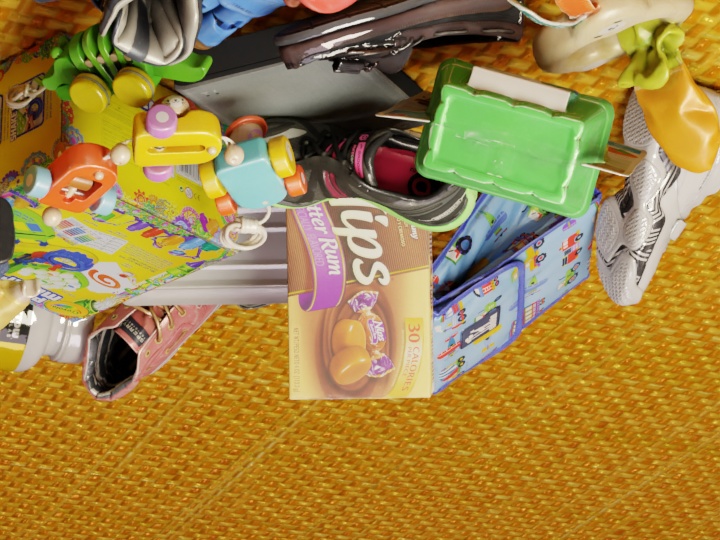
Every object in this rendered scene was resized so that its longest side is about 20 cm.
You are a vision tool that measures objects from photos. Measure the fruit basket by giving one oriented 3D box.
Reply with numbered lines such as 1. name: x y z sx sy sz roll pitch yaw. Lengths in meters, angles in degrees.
1. fruit basket: 0.117 -0.107 1.605 0.184 0.095 0.200 16 -163 10

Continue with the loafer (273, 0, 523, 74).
1. loafer: 0.035 -0.169 1.566 0.199 0.064 0.072 -21 -167 -23

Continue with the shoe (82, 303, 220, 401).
1. shoe: -0.175 0.036 1.935 0.071 0.091 0.200 41 125 3

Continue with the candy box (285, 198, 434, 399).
1. candy box: 0.000 0.000 1.746 0.115 0.202 0.056 0 -178 4

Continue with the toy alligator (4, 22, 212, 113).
1. toy alligator: -0.196 -0.151 1.585 0.198 0.060 0.054 -4 131 35

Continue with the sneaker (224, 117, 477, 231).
1. sneaker: -0.007 -0.085 1.668 0.198 0.077 0.084 8 157 3

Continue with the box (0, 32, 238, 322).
1. box: -0.234 -0.068 1.759 0.192 0.123 0.199 -22 148 33

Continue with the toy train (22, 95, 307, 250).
1. toy train: -0.140 -0.078 1.610 0.199 0.056 0.150 12 144 -33

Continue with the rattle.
1. rattle: 0.185 -0.142 1.588 0.129 0.144 0.200 -5 178 15

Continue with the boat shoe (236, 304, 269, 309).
1. boat shoe: -0.031 -0.014 1.930 0.199 0.072 0.072 -23 147 35

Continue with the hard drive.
1. hard drive: -0.042 -0.140 1.698 0.138 0.033 0.200 -13 164 18

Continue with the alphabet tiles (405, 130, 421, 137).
1. alphabet tiles: -0.023 -0.077 1.894 0.166 0.008 0.200 13 149 -29

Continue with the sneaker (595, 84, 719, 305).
1. sneaker: 0.266 -0.063 1.802 0.114 0.075 0.202 0 115 -21

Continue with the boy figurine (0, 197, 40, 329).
1. boy figurine: -0.312 0.012 1.707 0.123 0.065 0.200 6 153 -15

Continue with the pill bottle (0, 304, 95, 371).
1. pill bottle: -0.341 0.030 1.952 0.198 0.113 0.113 7 152 -21

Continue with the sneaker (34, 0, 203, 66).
1. sneaker: -0.174 -0.194 1.492 0.076 0.148 0.202 16 149 -36

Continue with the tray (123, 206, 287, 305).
1. tray: -0.111 -0.022 1.879 0.198 0.109 0.022 -1 -170 3

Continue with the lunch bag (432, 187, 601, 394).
1. lunch bag: 0.104 0.008 1.863 0.200 0.094 0.151 -44 160 -18

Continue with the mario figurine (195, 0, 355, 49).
1. mario figurine: -0.061 -0.225 1.549 0.199 0.107 0.123 -13 -170 41
